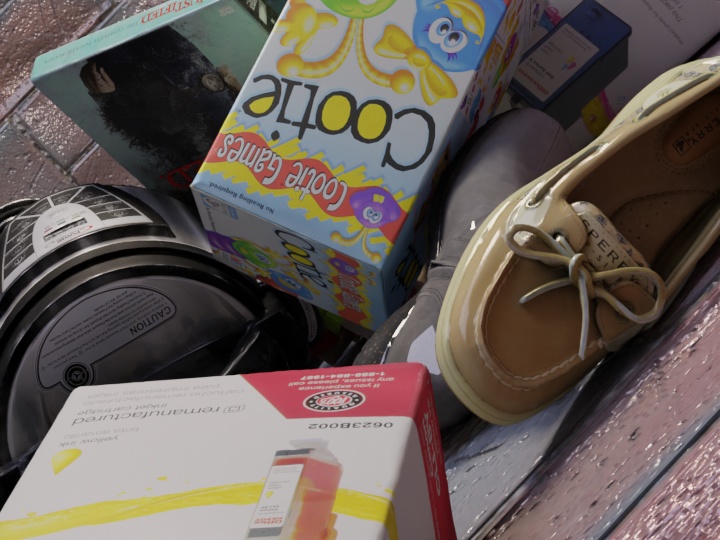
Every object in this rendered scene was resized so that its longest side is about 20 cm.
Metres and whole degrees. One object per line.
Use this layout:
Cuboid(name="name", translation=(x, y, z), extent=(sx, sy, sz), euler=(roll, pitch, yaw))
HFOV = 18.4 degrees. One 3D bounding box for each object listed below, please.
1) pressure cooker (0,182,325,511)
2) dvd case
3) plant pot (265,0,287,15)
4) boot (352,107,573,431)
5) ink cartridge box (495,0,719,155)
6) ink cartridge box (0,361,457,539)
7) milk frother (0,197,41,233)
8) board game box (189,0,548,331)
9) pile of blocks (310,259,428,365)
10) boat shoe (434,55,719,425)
Cuboid(name="pressure cooker", translation=(-0.119, 0.056, 1.184), extent=(0.200, 0.177, 0.177), euler=(-130, 59, -67))
Cuboid(name="dvd case", translation=(-0.064, -0.073, 1.223), extent=(0.145, 0.200, 0.022), euler=(-17, 47, 31))
Cuboid(name="plant pot", translation=(0.003, -0.135, 1.411), extent=(0.200, 0.196, 0.200), euler=(-44, 9, 9))
Cuboid(name="boot", translation=(0.082, -0.010, 0.991), extent=(0.131, 0.070, 0.201), euler=(-29, 29, 49))
Cuboid(name="ink cartridge box", translation=(0.126, -0.140, 1.242), extent=(0.200, 0.088, 0.145), euler=(-40, 10, 21))
Cuboid(name="ink cartridge box", translation=(-0.051, 0.112, 0.764), extent=(0.144, 0.084, 0.200), euler=(-4, 22, 10))
Cuboid(name="milk frother", translation=(-0.178, 0.044, 1.405), extent=(0.181, 0.200, 0.188), euler=(-46, 5, -27))
Cuboid(name="board game box", translation=(0.009, -0.089, 1.100), extent=(0.105, 0.102, 0.201), euler=(82, -147, -70))
Cuboid(name="pile of blocks", translation=(0.000, 0.000, 1.208), extent=(0.200, 0.082, 0.062), euler=(-32, 15, 52))
Cuboid(name="boat shoe", translation=(0.104, -0.022, 0.883), extent=(0.200, 0.073, 0.063), euler=(-49, 8, -25))
